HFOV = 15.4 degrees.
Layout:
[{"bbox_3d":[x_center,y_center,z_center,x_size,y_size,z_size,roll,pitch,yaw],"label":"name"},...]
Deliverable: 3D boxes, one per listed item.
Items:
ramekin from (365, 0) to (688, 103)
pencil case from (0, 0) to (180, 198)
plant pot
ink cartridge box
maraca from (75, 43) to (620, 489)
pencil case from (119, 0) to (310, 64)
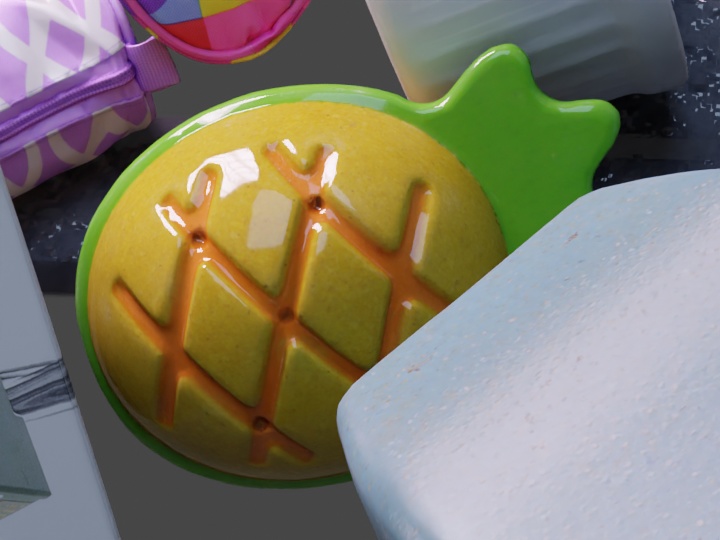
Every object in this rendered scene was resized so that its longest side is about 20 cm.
[{"bbox_3d":[0.037,-0.142,0.966,0.097,0.201,0.201,-22,51,3],"label":"ramekin"},{"bbox_3d":[-0.172,-0.048,1.001,0.199,0.084,0.085,-31,24,-12],"label":"pencil case"},{"bbox_3d":[0.104,0.086,0.784,0.196,0.197,0.200,-39,46,-18],"label":"plant pot"},{"bbox_3d":[-0.146,0.015,0.848,0.084,0.201,0.146,-19,19,-10],"label":"ink cartridge box"},{"bbox_3d":[0.000,0.000,0.906,0.199,0.138,0.107,-18,12,7],"label":"maraca"},{"bbox_3d":[-0.068,-0.156,1.030,0.088,0.089,0.200,-19,30,-3],"label":"pencil case"}]
